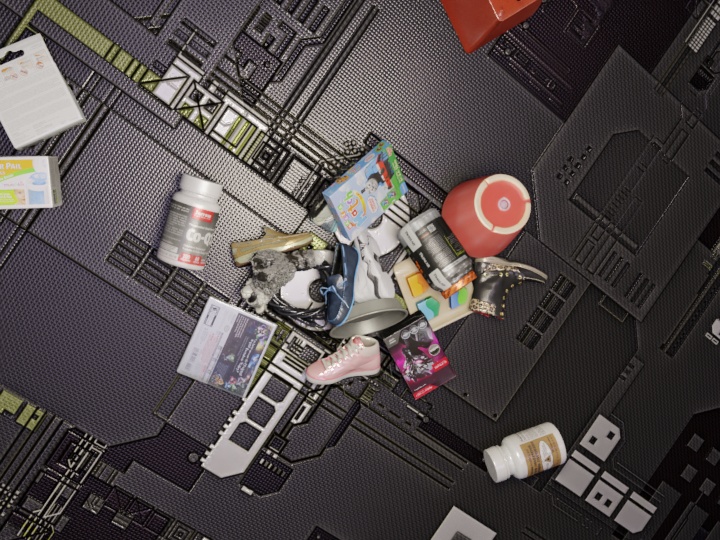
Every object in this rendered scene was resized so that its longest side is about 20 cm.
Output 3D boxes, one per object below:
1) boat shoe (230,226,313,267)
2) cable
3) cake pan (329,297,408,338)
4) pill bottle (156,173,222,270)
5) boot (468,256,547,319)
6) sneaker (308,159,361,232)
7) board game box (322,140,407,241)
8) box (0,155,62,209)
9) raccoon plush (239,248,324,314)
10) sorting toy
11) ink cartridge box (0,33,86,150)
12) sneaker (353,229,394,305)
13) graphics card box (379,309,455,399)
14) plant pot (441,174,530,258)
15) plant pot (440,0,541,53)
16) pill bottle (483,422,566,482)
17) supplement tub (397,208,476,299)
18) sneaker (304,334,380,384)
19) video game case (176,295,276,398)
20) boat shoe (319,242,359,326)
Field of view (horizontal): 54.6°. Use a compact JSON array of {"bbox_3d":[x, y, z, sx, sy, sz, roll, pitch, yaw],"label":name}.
[{"bbox_3d":[-0.213,-0.070,1.667,0.198,0.072,0.077,-17,87,-10],"label":"boat shoe"},{"bbox_3d":[-0.140,0.039,1.684,0.198,0.051,0.165,27,97,1],"label":"cable"},{"bbox_3d":[0.016,0.115,1.687,0.198,0.201,0.037,-13,72,-10],"label":"cake pan"},{"bbox_3d":[-0.387,-0.112,1.595,0.113,0.114,0.202,16,95,-14],"label":"pill bottle"},{"bbox_3d":[0.374,0.051,1.795,0.198,0.073,0.153,15,83,-10],"label":"boot"},{"bbox_3d":[-0.037,-0.181,1.694,0.200,0.078,0.086,-49,123,0],"label":"sneaker"},{"bbox_3d":[0.015,-0.188,1.658,0.200,0.036,0.152,-42,136,-15],"label":"board game box"},{"bbox_3d":[-0.764,-0.190,1.507,0.197,0.101,0.114,-4,99,-12],"label":"box"},{"bbox_3d":[-0.184,0.032,1.634,0.197,0.097,0.135,0,130,-12],"label":"raccoon plush"},{"bbox_3d":[0.199,0.045,1.787,0.183,0.036,0.202,-25,102,-8],"label":"sorting toy"},{"bbox_3d":[-0.721,-0.388,1.521,0.159,0.047,0.202,-26,97,-7],"label":"ink cartridge box"},{"bbox_3d":[0.000,0.000,1.711,0.114,0.075,0.202,-30,72,26],"label":"sneaker"},{"bbox_3d":[0.147,0.216,1.779,0.124,0.051,0.201,-28,109,-2],"label":"graphics card box"},{"bbox_3d":[0.314,-0.142,1.690,0.198,0.177,0.203,2,82,-11],"label":"plant pot"},{"bbox_3d":[0.318,-0.659,1.638,0.199,0.176,0.201,-32,104,-6],"label":"plant pot"},{"bbox_3d":[0.438,0.491,1.866,0.198,0.114,0.116,-17,101,-9],"label":"pill bottle"},{"bbox_3d":[0.189,-0.039,1.701,0.122,0.123,0.201,-33,82,-6],"label":"supplement tub"},{"bbox_3d":[-0.042,0.213,1.726,0.198,0.076,0.106,-7,123,-19],"label":"sneaker"},{"bbox_3d":[-0.325,0.188,1.701,0.180,0.023,0.202,24,92,-14],"label":"video game case"},{"bbox_3d":[-0.057,0.030,1.630,0.068,0.084,0.202,31,51,-38],"label":"boat shoe"}]
